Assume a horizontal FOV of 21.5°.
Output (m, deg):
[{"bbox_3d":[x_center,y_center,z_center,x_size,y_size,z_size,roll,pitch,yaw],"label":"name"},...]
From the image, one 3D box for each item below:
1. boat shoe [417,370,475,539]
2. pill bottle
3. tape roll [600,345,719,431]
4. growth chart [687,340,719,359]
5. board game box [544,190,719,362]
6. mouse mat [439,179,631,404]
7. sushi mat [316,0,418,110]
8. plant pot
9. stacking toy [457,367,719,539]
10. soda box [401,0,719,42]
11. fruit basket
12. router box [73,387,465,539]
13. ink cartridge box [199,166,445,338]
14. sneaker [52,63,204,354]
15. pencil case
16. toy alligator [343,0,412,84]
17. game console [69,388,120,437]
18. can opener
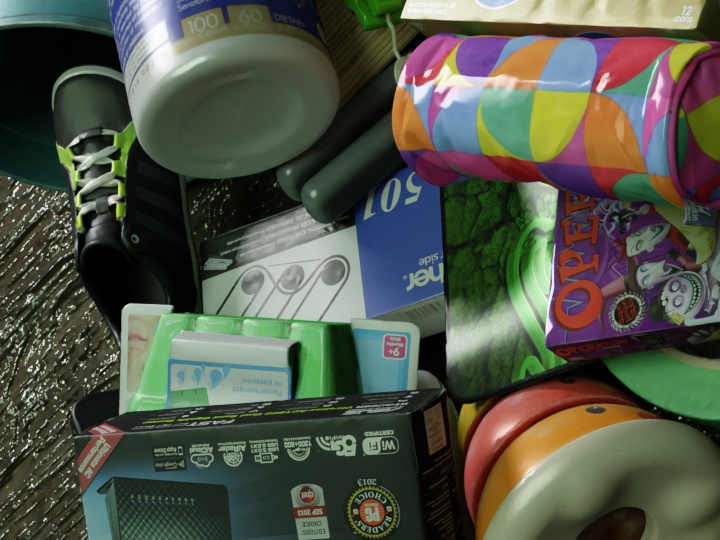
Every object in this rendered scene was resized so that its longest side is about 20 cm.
[{"bbox_3d":[0.051,0.153,1.068,0.072,0.062,0.201,131,138,-58],"label":"boat shoe"},{"bbox_3d":[-0.090,-0.166,1.112,0.120,0.119,0.201,-35,55,28],"label":"pill bottle"},{"bbox_3d":[0.204,-0.017,0.978,0.200,0.048,0.201,-13,69,35],"label":"tape roll"},{"bbox_3d":[0.180,-0.010,1.039,0.200,0.018,0.145,22,94,40],"label":"growth chart"},{"bbox_3d":[0.157,-0.057,0.964,0.120,0.032,0.201,-14,60,42],"label":"board game box"},{"bbox_3d":[0.107,-0.038,1.021,0.161,0.008,0.201,-23,56,33],"label":"mouse mat"},{"bbox_3d":[0.013,-0.183,1.134,0.200,0.012,0.096,-45,66,27],"label":"sushi mat"},{"bbox_3d":[-0.177,-0.181,1.272,0.200,0.200,0.189,-18,53,35],"label":"plant pot"},{"bbox_3d":[0.097,0.093,1.029,0.146,0.146,0.200,-54,37,16],"label":"stacking toy"},{"bbox_3d":[0.119,-0.143,0.976,0.200,0.064,0.068,10,76,45],"label":"soda box"},{"bbox_3d":[-0.062,0.122,1.065,0.184,0.094,0.201,4,83,21],"label":"fruit basket"},{"bbox_3d":[-0.044,0.147,0.994,0.199,0.062,0.151,-6,97,22],"label":"router box"},{"bbox_3d":[0.000,0.000,1.131,0.199,0.044,0.094,-19,57,21],"label":"ink cartridge box"},{"bbox_3d":[-0.142,-0.032,1.148,0.071,0.083,0.201,-20,89,14],"label":"sneaker"},{"bbox_3d":[0.107,-0.073,0.938,0.200,0.088,0.089,13,88,46],"label":"pencil case"},{"bbox_3d":[-0.001,-0.178,1.105,0.054,0.059,0.201,121,131,-69],"label":"toy alligator"},{"bbox_3d":[-0.059,0.118,1.146,0.200,0.175,0.117,62,146,31],"label":"game console"},{"bbox_3d":[0.031,-0.113,1.122,0.200,0.067,0.053,-44,51,-5],"label":"can opener"}]
